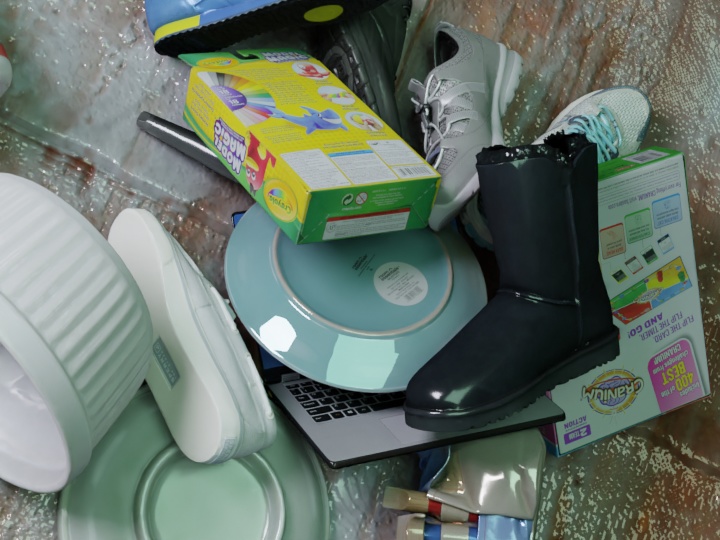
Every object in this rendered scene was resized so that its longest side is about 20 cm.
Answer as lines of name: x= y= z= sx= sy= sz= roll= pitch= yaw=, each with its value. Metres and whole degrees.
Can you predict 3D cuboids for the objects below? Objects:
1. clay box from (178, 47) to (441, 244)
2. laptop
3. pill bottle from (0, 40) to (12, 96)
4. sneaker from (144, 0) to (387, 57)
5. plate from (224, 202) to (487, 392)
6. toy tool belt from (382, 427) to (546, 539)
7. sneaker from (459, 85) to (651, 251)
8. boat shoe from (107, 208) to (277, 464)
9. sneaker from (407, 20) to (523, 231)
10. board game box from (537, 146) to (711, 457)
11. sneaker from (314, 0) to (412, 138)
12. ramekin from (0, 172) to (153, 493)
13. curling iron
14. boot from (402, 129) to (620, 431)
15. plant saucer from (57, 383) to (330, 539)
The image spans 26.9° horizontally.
clay box: x=-0.045 y=-0.096 z=1.082 sx=0.114 sy=0.048 sz=0.200 roll=-8 pitch=38 yaw=-34
laptop: x=0.025 y=0.033 z=1.096 sx=0.185 sy=0.200 sz=0.117 roll=-9 pitch=115 yaw=-22
pill bottle: x=-0.323 y=-0.198 z=1.015 sx=0.115 sy=0.116 sz=0.202 roll=-23 pitch=85 yaw=-24
sneaker: x=-0.067 y=-0.216 z=1.103 sx=0.197 sy=0.066 sz=0.080 roll=-10 pitch=77 yaw=14
plate: x=0.000 y=0.000 z=1.095 sx=0.197 sy=0.026 sz=0.202 roll=8 pitch=48 yaw=-9
toy tool belt: x=0.063 y=0.200 z=1.080 sx=0.121 sy=0.125 sz=0.203 roll=7 pitch=71 yaw=9
sneaker: x=0.173 y=-0.086 z=1.195 sx=0.199 sy=0.086 sz=0.078 roll=-39 pitch=93 yaw=-25
boat shoe: x=-0.116 y=0.042 z=1.049 sx=0.068 sy=0.072 sz=0.201 roll=2 pitch=45 yaw=-46
sneaker: x=0.065 y=-0.111 z=1.153 sx=0.081 sy=0.075 sz=0.201 roll=30 pitch=44 yaw=-14
board game box: x=0.189 y=0.023 z=1.154 sx=0.151 sy=0.040 sz=0.203 roll=-17 pitch=108 yaw=-22
sneaker: x=0.006 y=-0.184 z=1.166 sx=0.090 sy=0.076 sz=0.203 roll=-12 pitch=83 yaw=-29
ramekin: x=-0.224 y=0.033 z=0.958 sx=0.200 sy=0.200 sz=0.105 roll=46 pitch=56 yaw=-5
curling iron: x=-0.073 y=-0.073 z=1.104 sx=0.198 sy=0.026 sz=0.050 roll=20 pitch=35 yaw=6
boot: x=0.095 y=0.002 z=1.024 sx=0.199 sy=0.076 sz=0.170 roll=-21 pitch=106 yaw=-35
plant saucer: x=-0.108 y=0.170 z=1.044 sx=0.197 sy=0.050 sz=0.203 roll=5 pitch=75 yaw=-19
